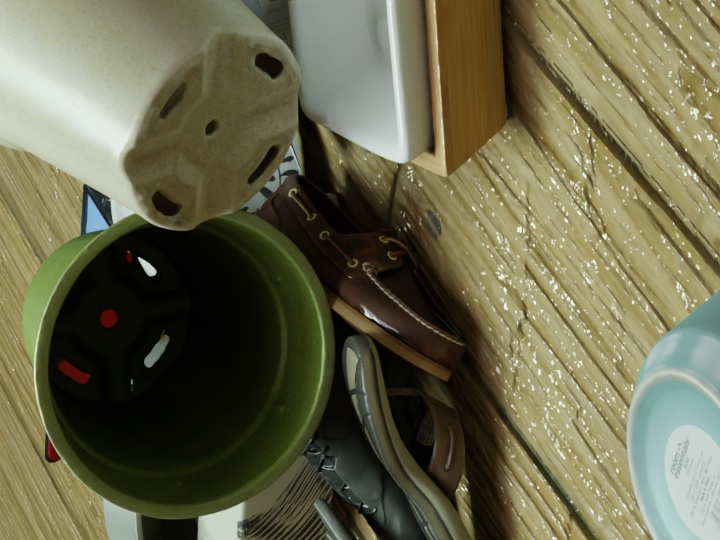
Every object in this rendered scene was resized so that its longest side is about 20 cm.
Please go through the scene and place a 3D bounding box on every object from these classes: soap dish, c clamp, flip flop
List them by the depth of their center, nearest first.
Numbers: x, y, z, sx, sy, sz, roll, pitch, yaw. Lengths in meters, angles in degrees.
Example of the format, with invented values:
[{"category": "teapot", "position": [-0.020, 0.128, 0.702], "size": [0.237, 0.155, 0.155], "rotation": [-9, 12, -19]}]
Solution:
[{"category": "soap dish", "position": [0.020, -0.172, 1.414], "size": [0.157, 0.081, 0.201], "rotation": [30, 129, 57]}, {"category": "flip flop", "position": [0.046, 0.121, 1.530], "size": [0.201, 0.057, 0.081], "rotation": [59, 177, -17]}, {"category": "c clamp", "position": [0.031, 0.247, 1.617], "size": [0.201, 0.027, 0.171], "rotation": [60, 177, -23]}]

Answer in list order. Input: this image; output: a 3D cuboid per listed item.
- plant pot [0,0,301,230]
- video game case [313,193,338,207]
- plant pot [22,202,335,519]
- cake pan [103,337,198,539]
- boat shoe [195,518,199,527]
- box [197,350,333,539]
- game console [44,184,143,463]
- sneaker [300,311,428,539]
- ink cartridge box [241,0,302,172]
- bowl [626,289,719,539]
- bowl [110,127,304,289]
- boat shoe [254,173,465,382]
[{"category": "plant pot", "position": [-0.140, -0.126, 1.452], "size": [0.183, 0.200, 0.201], "rotation": [37, 137, 36]}, {"category": "video game case", "position": [-0.045, 0.040, 1.735], "size": [0.182, 0.024, 0.201], "rotation": [7, 110, 64]}, {"category": "plant pot", "position": [-0.143, 0.043, 1.573], "size": [0.190, 0.199, 0.202], "rotation": [-160, 59, -65]}, {"category": "cake pan", "position": [-0.146, 0.139, 1.826], "size": [0.036, 0.200, 0.202], "rotation": [8, 119, 17]}, {"category": "boat shoe", "position": [-0.090, 0.193, 1.836], "size": [0.062, 0.074, 0.201], "rotation": [29, 142, 67]}, {"category": "box", "position": [-0.066, 0.140, 1.715], "size": [0.068, 0.082, 0.201], "rotation": [52, 150, 39]}, {"category": "game console", "position": [-0.244, 0.029, 2.035], "size": [0.173, 0.118, 0.201], "rotation": [53, 147, 39]}, {"category": "sneaker", "position": [-0.003, 0.122, 1.611], "size": [0.076, 0.090, 0.201], "rotation": [-27, 80, 63]}, {"category": "ink cartridge box", "position": [-0.060, -0.188, 1.586], "size": [0.201, 0.047, 0.161], "rotation": [72, 180, -52]}, {"category": "bowl", "position": [0.202, 0.090, 1.145], "size": [0.201, 0.104, 0.202], "rotation": [39, 136, 51]}, {"category": "bowl", "position": [-0.122, -0.055, 1.714], "size": [0.200, 0.094, 0.202], "rotation": [179, 90, -65]}, {"category": "boat shoe", "position": [0.000, 0.000, 1.561], "size": [0.200, 0.070, 0.071], "rotation": [35, 91, 36]}]
